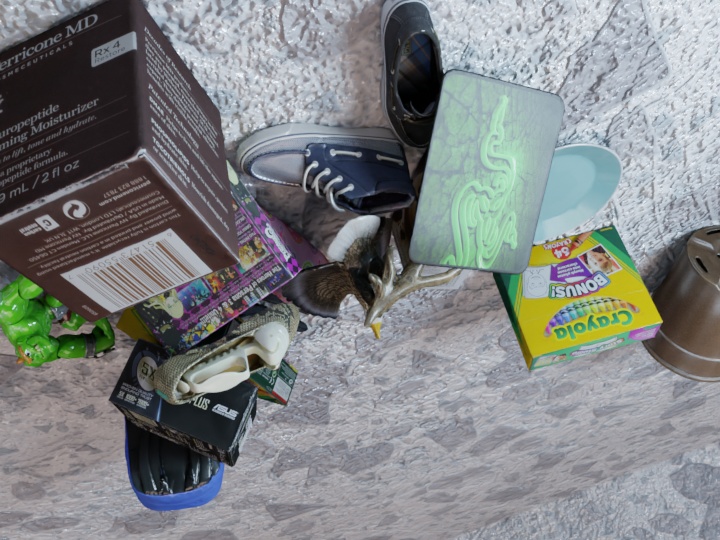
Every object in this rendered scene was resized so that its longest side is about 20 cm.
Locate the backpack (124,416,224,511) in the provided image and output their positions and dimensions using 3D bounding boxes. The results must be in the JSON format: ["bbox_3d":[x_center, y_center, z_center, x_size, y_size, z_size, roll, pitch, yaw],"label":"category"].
[{"bbox_3d":[-0.288,0.277,1.167,0.159,0.203,0.169,-9,146,-11],"label":"backpack"}]

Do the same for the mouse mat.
[{"bbox_3d":[0.136,-0.099,0.779,0.158,0.008,0.204,5,104,-25],"label":"mouse mat"}]

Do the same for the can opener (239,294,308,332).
[{"bbox_3d":[-0.140,0.044,1.033,0.198,0.078,0.064,17,97,-43],"label":"can opener"}]

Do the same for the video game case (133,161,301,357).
[{"bbox_3d":[-0.192,-0.022,0.820,0.199,0.183,0.036,-33,-173,24],"label":"video game case"}]

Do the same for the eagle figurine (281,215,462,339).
[{"bbox_3d":[-0.001,0.008,0.863,0.149,0.200,0.154,15,97,-25],"label":"eagle figurine"}]

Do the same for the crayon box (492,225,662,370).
[{"bbox_3d":[0.319,0.039,1.098,0.196,0.175,0.059,-15,147,-1],"label":"crayon box"}]

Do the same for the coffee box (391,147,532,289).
[{"bbox_3d":[0.114,-0.081,0.894,0.078,0.114,0.201,1,142,-23],"label":"coffee box"}]

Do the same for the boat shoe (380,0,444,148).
[{"bbox_3d":[0.060,-0.188,0.759,0.069,0.067,0.201,-13,146,-4],"label":"boat shoe"}]

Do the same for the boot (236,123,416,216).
[{"bbox_3d":[-0.035,-0.108,0.813,0.196,0.092,0.073,-6,146,-14],"label":"boot"}]

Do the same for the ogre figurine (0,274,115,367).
[{"bbox_3d":[-0.385,0.058,0.914,0.118,0.099,0.200,-25,165,-18],"label":"ogre figurine"}]

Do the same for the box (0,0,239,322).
[{"bbox_3d":[-0.223,-0.096,0.653,0.163,0.203,0.165,-21,146,9],"label":"box"}]

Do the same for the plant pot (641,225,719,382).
[{"bbox_3d":[0.590,0.047,1.221,0.196,0.202,0.200,-9,139,-9],"label":"plant pot"}]

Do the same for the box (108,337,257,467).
[{"bbox_3d":[-0.226,0.181,0.970,0.161,0.087,0.200,22,158,1],"label":"box"}]

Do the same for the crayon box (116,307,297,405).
[{"bbox_3d":[-0.205,0.110,1.004,0.170,0.059,0.200,9,155,27],"label":"crayon box"}]

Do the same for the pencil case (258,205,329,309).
[{"bbox_3d":[-0.114,-0.018,0.918,0.086,0.089,0.200,-27,144,18],"label":"pencil case"}]

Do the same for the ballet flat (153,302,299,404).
[{"bbox_3d":[-0.140,0.103,0.847,0.198,0.075,0.069,-25,118,-28],"label":"ballet flat"}]

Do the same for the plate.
[{"bbox_3d":[0.258,-0.107,0.997,0.196,0.026,0.201,-12,147,-8],"label":"plate"}]
